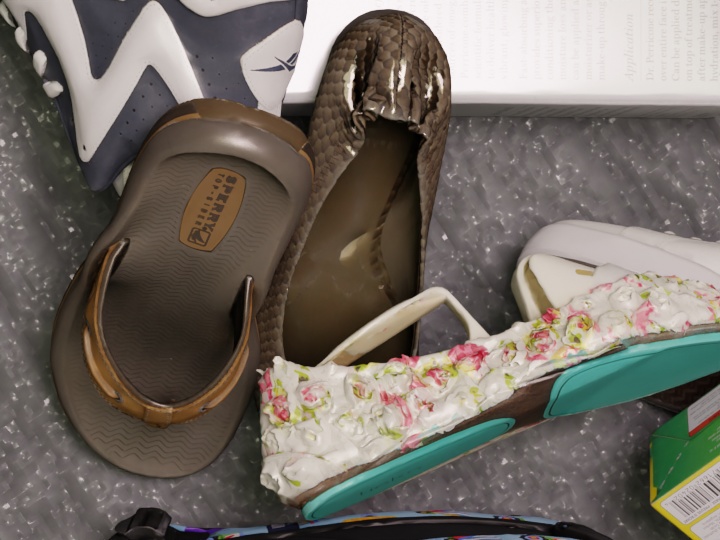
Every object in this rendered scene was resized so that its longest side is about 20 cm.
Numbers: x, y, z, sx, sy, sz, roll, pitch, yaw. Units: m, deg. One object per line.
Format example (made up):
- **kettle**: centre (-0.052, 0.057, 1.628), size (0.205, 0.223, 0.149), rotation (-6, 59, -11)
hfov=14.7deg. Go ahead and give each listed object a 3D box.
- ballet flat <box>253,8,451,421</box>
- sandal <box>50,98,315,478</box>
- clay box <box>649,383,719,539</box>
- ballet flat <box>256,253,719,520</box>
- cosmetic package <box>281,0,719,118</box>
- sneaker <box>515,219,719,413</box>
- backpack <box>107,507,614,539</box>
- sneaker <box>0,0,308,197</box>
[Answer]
- **ballet flat**: centre (0.000, 0.000, 1.051), size (0.067, 0.046, 0.200), rotation (6, 115, -12)
- **sandal**: centre (-0.064, 0.019, 1.013), size (0.082, 0.200, 0.055), rotation (14, 49, -13)
- **clay box**: centre (0.219, 0.102, 1.070), size (0.200, 0.048, 0.115), rotation (39, 120, -22)
- **ballet flat**: centre (0.052, 0.030, 1.029), size (0.200, 0.076, 0.064), rotation (-19, 74, -12)
- **cosmetic package**: centre (0.052, -0.111, 1.088), size (0.200, 0.071, 0.102), rotation (1, 88, -8)
- **sneaker**: centre (0.161, 0.014, 1.112), size (0.200, 0.073, 0.085), rotation (21, 52, 0)
- **backpack**: centre (0.018, 0.157, 1.024), size (0.200, 0.183, 0.135), rotation (-4, 96, -20)
- **sneaker**: centre (-0.103, -0.080, 1.036), size (0.199, 0.079, 0.130), rotation (8, 104, 28)
